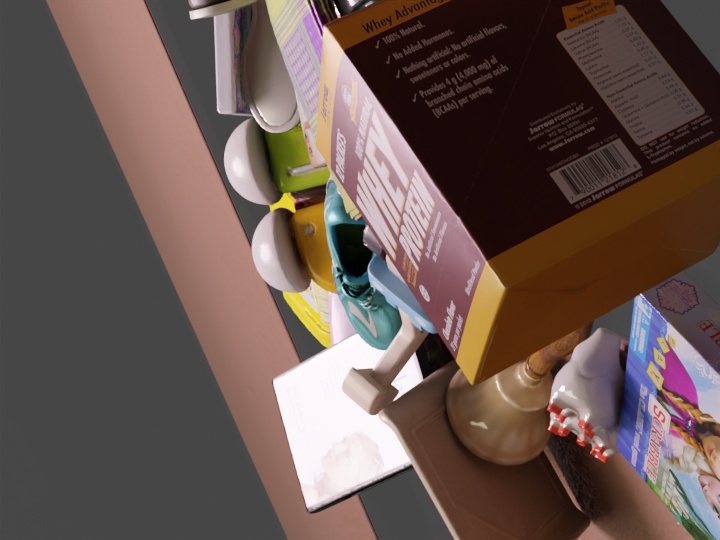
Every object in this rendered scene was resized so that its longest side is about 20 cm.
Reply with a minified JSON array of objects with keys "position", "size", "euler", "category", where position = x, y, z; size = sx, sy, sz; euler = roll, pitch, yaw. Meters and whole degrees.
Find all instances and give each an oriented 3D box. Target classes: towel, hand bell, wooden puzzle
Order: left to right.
[{"position":[-0.021,-0.135,1.099],"size":[0.202,0.023,0.144],"euler":[67,167,1],"category":"towel"},{"position":[0.112,0.184,1.312],"size":[0.037,0.184,0.201],"euler":[-37,84,35],"category":"wooden puzzle"},{"position":[0.152,0.079,1.221],"size":[0.105,0.103,0.200],"euler":[58,151,17],"category":"hand bell"}]

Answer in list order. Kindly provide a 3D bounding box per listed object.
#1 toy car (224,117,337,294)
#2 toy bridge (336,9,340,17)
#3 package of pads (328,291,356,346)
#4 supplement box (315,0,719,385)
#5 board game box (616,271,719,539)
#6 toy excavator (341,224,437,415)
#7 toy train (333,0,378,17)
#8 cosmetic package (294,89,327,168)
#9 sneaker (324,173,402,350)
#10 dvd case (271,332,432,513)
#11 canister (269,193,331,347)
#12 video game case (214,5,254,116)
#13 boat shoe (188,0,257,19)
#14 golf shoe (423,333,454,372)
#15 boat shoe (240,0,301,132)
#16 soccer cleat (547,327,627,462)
[{"position":[-0.022,-0.083,1.388],"size":[0.150,0.173,0.202],"euler":[-44,-62,-67],"category":"toy car"},{"position":[-0.003,-0.232,1.220],"size":[0.200,0.067,0.027],"euler":[33,147,60],"category":"toy bridge"},{"position":[0.016,0.107,1.489],"size":[0.120,0.075,0.203],"euler":[34,-130,-76],"category":"package of pads"},{"position":[0.105,-0.078,0.898],"size":[0.201,0.196,0.133],"euler":[57,162,22],"category":"supplement box"},{"position":[0.260,0.130,1.010],"size":[0.200,0.041,0.201],"euler":[51,159,36],"category":"board game box"},{"position":[0.057,0.021,1.225],"size":[0.100,0.195,0.200],"euler":[38,165,20],"category":"toy excavator"},{"position":[0.050,-0.181,1.053],"size":[0.202,0.113,0.085],"euler":[63,164,0],"category":"toy train"},{"position":[0.021,-0.146,1.191],"size":[0.200,0.102,0.088],"euler":[167,90,-74],"category":"cosmetic package"},{"position":[0.000,0.000,1.282],"size":[0.080,0.076,0.202],"euler":[-76,-22,-46],"category":"sneaker"},{"position":[-0.002,0.138,1.402],"size":[0.199,0.017,0.144],"euler":[-31,68,39],"category":"dvd case"},{"position":[-0.041,-0.031,1.604],"size":[0.149,0.086,0.202],"euler":[48,156,41],"category":"canister"},{"position":[-0.105,-0.221,1.383],"size":[0.200,0.018,0.145],"euler":[-26,-65,-78],"category":"video game case"},{"position":[-0.083,-0.267,1.207],"size":[0.071,0.201,0.061],"euler":[-1,117,35],"category":"boat shoe"},{"position":[0.076,0.072,1.440],"size":[0.092,0.072,0.202],"euler":[-123,23,-44],"category":"golf shoe"},{"position":[-0.072,-0.224,1.326],"size":[0.060,0.073,0.203],"euler":[13,-112,-71],"category":"boat shoe"},{"position":[0.190,0.101,1.154],"size":[0.069,0.078,0.200],"euler":[29,172,16],"category":"soccer cleat"}]
